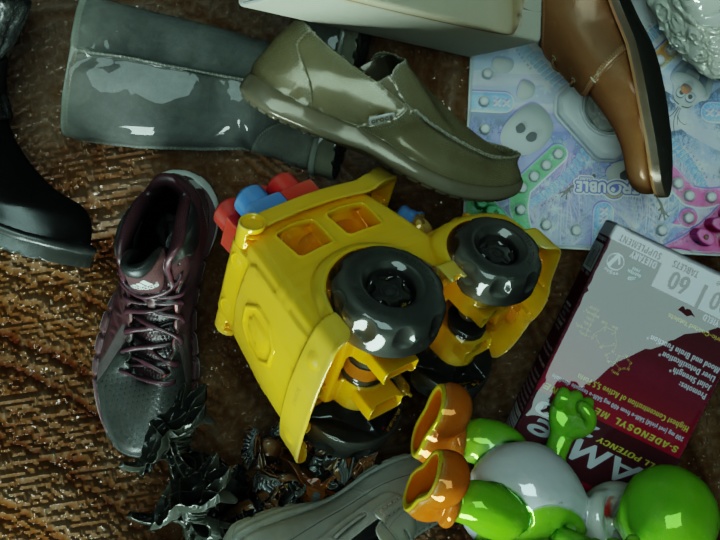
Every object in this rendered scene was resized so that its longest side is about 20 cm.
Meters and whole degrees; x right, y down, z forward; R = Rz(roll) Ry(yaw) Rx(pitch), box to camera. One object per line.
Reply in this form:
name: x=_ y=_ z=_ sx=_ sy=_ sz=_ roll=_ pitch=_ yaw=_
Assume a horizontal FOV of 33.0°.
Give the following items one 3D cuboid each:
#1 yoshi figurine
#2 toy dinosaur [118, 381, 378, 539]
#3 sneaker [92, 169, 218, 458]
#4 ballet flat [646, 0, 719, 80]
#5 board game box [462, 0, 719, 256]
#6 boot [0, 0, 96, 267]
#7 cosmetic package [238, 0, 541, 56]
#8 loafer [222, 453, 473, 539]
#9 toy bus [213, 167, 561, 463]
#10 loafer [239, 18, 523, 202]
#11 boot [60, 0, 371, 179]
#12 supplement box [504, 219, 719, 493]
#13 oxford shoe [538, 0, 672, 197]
yoshi figurine: x=0.133 y=0.133 z=0.736 sx=0.199 sy=0.112 sz=0.113 roll=23 pitch=86 yaw=-11
toy dinosaur: x=-0.085 y=0.161 z=0.805 sx=0.200 sy=0.102 sz=0.136 roll=-47 pitch=130 yaw=-13
sneaker: x=-0.145 y=0.027 z=0.803 sx=0.075 sy=0.116 sz=0.202 roll=7 pitch=88 yaw=1
ballet flat: x=0.214 y=-0.216 z=0.808 sx=0.071 sy=0.072 sz=0.201 roll=-29 pitch=89 yaw=0
board game box: x=0.175 y=-0.115 z=0.849 sx=0.198 sy=0.026 sz=0.202 roll=3 pitch=88 yaw=1
boot: x=-0.245 y=-0.108 z=0.814 sx=0.210 sy=0.079 sz=0.159 roll=28 pitch=95 yaw=6
cosmetic package: x=0.023 y=-0.202 z=0.757 sx=0.199 sy=0.073 sz=0.105 roll=1 pitch=89 yaw=-41
loafer: x=0.003 y=0.173 z=0.782 sx=0.199 sy=0.070 sz=0.070 roll=-18 pitch=46 yaw=-32
toy bus: x=0.000 y=0.000 z=0.795 sx=0.199 sy=0.136 sz=0.192 roll=-21 pitch=57 yaw=-33
loafer: x=0.023 y=-0.101 z=0.779 sx=0.199 sy=0.076 sz=0.068 roll=19 pitch=104 yaw=-19
boot: x=-0.096 y=-0.159 z=0.841 sx=0.198 sy=0.073 sz=0.183 roll=14 pitch=86 yaw=8
supplement box: x=0.170 y=0.080 z=0.813 sx=0.108 sy=0.061 sz=0.201 roll=25 pitch=97 yaw=2
oxford shoe: x=0.160 y=-0.140 z=0.813 sx=0.071 sy=0.071 sz=0.202 roll=-18 pitch=84 yaw=22
